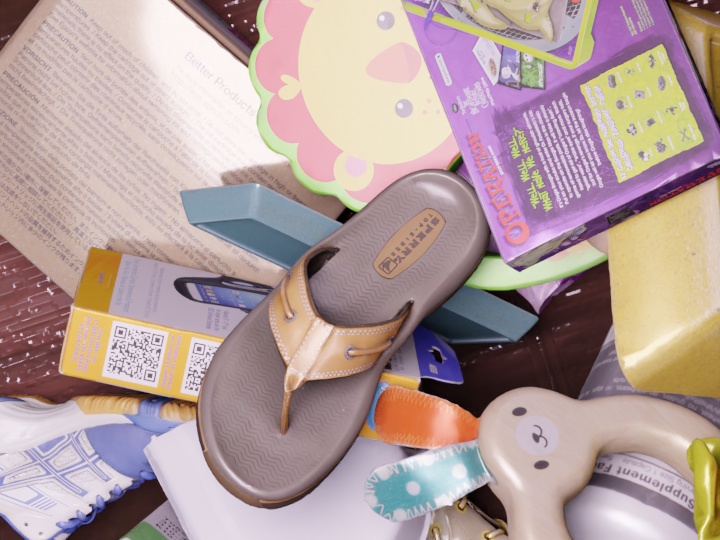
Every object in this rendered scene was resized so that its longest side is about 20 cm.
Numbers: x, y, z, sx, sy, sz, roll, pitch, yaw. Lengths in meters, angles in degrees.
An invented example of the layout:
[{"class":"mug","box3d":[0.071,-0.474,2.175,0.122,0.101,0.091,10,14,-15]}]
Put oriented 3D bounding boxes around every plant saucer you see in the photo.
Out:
[{"class":"plant saucer","box3d":[0.202,-0.037,1.232,0.048,0.199,0.202,-16,72,45]},{"class":"plant saucer","box3d":[0.000,0.000,1.292,0.199,0.070,0.019,24,73,-35]}]

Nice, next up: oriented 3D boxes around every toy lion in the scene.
[{"class":"toy lion","box3d":[0.044,-0.083,1.264,0.190,0.069,0.201,-18,90,13]}]

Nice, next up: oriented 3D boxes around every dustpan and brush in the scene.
[{"class":"dustpan and brush","box3d":[0.007,0.109,1.281,0.199,0.057,0.140,-26,59,-10]}]

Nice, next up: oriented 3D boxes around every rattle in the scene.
[{"class":"rattle","box3d":[0.103,0.085,1.138,0.199,0.143,0.131,30,76,5]}]

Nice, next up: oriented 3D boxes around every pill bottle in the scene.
[{"class":"pill bottle","box3d":[0.151,0.111,1.268,0.112,0.113,0.201,25,64,6]}]

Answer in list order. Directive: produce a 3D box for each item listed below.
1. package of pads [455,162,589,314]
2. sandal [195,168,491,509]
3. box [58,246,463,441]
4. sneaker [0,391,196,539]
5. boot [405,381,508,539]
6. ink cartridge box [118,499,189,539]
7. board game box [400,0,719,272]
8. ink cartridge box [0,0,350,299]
[{"class":"package of pads","box3d":[0.071,-0.087,1.325,0.121,0.076,0.200,-45,88,10]},{"class":"sandal","box3d":[-0.006,0.023,1.185,0.082,0.055,0.200,39,69,12]},{"class":"box","box3d":[-0.049,0.040,1.265,0.198,0.119,0.042,14,104,-5]},{"class":"sneaker","box3d":[-0.153,0.111,1.377,0.198,0.075,0.089,-3,87,21]},{"class":"boot","box3d":[0.085,0.147,1.346,0.154,0.073,0.202,-7,95,10]},{"class":"ink cartridge box","box3d":[-0.080,0.198,1.313,0.084,0.200,0.146,-45,89,9]},{"class":"board game box","box3d":[0.088,-0.114,1.189,0.119,0.032,0.201,-24,72,12]},{"class":"ink cartridge box","box3d":[-0.112,-0.059,1.356,0.200,0.075,0.165,41,99,2]}]
